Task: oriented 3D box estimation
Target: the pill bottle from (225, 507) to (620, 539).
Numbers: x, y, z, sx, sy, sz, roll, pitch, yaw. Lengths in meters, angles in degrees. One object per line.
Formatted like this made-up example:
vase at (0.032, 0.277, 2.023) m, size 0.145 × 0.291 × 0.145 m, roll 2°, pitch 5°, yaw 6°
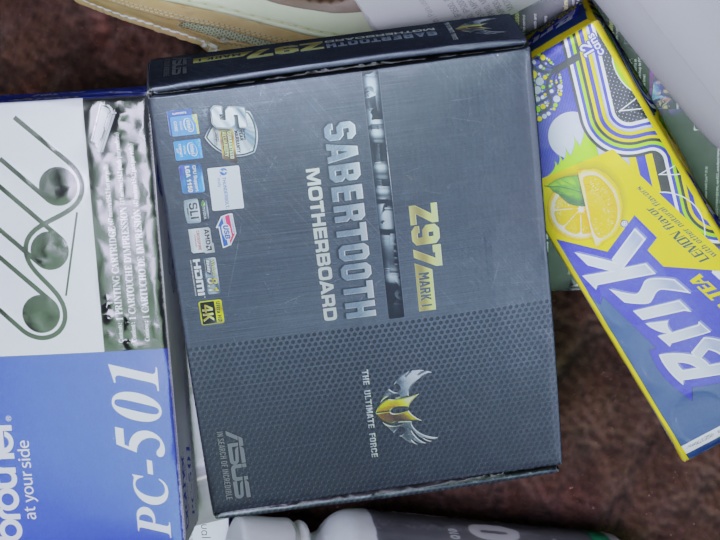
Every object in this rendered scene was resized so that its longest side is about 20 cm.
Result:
pill bottle at (0.031, 0.178, 0.931) m, size 0.199 × 0.113 × 0.114 m, roll 6°, pitch 107°, yaw -12°

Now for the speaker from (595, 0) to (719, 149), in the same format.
speaker at (0.139, -0.119, 0.767) m, size 0.081 × 0.081 × 0.200 m, roll -36°, pitch 145°, yaw 13°

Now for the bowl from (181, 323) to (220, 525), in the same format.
bowl at (-0.091, 0.029, 0.884) m, size 0.199 × 0.075 × 0.200 m, roll -14°, pitch 100°, yaw 4°

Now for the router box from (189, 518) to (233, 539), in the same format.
router box at (-0.153, 0.107, 0.973) m, size 0.179 × 0.049 × 0.201 m, roll 1°, pitch 107°, yaw 3°

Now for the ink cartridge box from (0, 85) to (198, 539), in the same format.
ink cartridge box at (-0.127, 0.022, 0.824) m, size 0.094 × 0.044 × 0.201 m, roll -3°, pitch 100°, yaw 5°

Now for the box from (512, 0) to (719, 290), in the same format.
box at (0.144, -0.091, 0.899) m, size 0.160 × 0.044 × 0.201 m, roll -1°, pitch 107°, yaw 4°

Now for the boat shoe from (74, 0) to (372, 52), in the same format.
boat shoe at (-0.048, -0.115, 0.895) m, size 0.199 × 0.072 × 0.076 m, roll 11°, pitch 123°, yaw 2°

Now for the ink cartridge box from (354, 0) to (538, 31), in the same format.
ink cartridge box at (0.068, -0.204, 0.814) m, size 0.200 × 0.083 × 0.147 m, roll -27°, pitch 62°, yaw 10°

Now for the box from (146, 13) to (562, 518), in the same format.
box at (0.000, 0.000, 0.798) m, size 0.157 × 0.051 × 0.201 m, roll -7°, pitch 113°, yaw -3°

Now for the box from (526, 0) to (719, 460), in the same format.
box at (0.127, -0.018, 0.858) m, size 0.070 × 0.064 × 0.200 m, roll -30°, pitch 104°, yaw 12°
